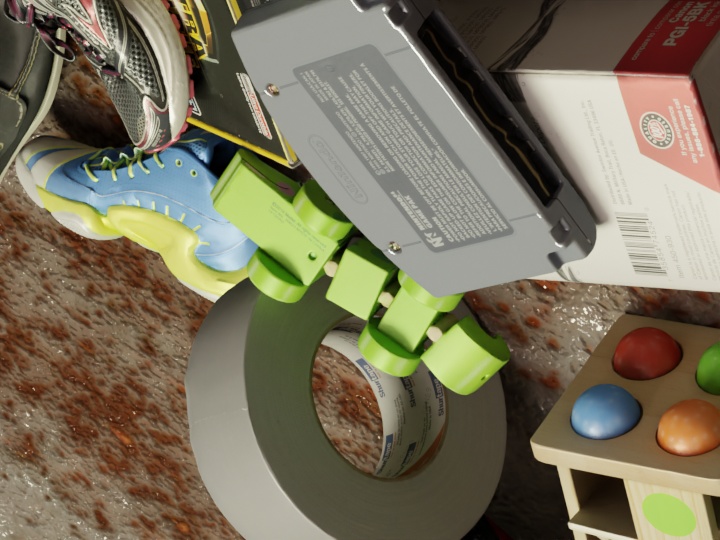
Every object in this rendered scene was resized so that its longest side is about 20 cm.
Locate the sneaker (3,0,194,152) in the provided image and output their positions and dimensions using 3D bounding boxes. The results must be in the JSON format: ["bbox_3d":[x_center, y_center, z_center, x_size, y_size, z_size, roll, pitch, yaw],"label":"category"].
[{"bbox_3d":[-0.164,-0.153,1.552,0.081,0.075,0.200,6,129,60],"label":"sneaker"}]

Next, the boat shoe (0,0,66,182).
[{"bbox_3d":[-0.244,-0.101,1.714,0.072,0.068,0.200,31,109,11],"label":"boat shoe"}]

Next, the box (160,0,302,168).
[{"bbox_3d":[-0.098,-0.170,1.560,0.160,0.049,0.200,28,146,50],"label":"box"}]

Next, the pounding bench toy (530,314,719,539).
[{"bbox_3d":[0.222,0.123,1.566,0.200,0.124,0.156,9,132,32],"label":"pounding bench toy"}]

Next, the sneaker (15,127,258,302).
[{"bbox_3d":[-0.124,-0.061,1.721,0.200,0.076,0.105,27,121,15],"label":"sneaker"}]

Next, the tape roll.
[{"bbox_3d":[-0.007,0.084,1.649,0.200,0.200,0.066,50,141,-13],"label":"tape roll"}]

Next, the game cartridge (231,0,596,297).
[{"bbox_3d":[0.024,-0.073,1.463,0.133,0.040,0.200,-15,121,42],"label":"game cartridge"}]

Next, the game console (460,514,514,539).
[{"bbox_3d":[0.061,0.221,1.718,0.172,0.119,0.200,41,-179,-4],"label":"game console"}]

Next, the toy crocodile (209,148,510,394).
[{"bbox_3d":[0.000,0.000,1.579,0.200,0.062,0.068,34,116,8],"label":"toy crocodile"}]

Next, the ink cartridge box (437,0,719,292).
[{"bbox_3d":[0.128,-0.072,1.487,0.200,0.083,0.147,5,131,36],"label":"ink cartridge box"}]
